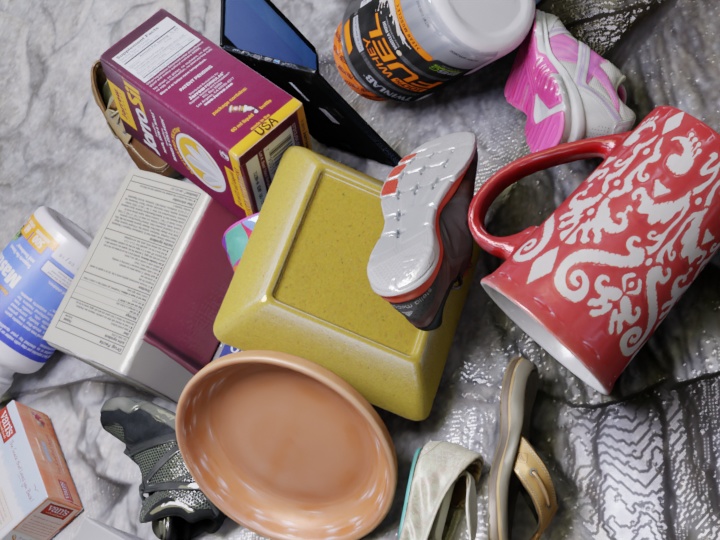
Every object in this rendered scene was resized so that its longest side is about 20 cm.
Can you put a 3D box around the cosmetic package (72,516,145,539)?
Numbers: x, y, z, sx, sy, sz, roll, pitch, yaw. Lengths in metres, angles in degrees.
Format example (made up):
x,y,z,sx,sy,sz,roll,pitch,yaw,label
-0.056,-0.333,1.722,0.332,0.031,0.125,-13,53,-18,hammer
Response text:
x,y,z,sx,sy,sz,roll,pitch,yaw,label
-0.170,0.283,1.099,0.199,0.083,0.051,17,74,38,cosmetic package

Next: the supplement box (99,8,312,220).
x,y,z,sx,sy,sz,roll,pitch,yaw,label
-0.143,-0.144,1.166,0.200,0.111,0.086,36,66,28,supplement box

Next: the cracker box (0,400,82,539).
x,y,z,sx,sy,sz,roll,pitch,yaw,label
-0.392,0.252,1.283,0.200,0.058,0.134,-42,51,10,cracker box

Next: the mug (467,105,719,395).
x,y,z,sx,sy,sz,roll,pitch,yaw,label
0.194,-0.035,0.970,0.200,0.177,0.133,-47,6,-2,mug

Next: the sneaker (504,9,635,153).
x,y,z,sx,sy,sz,roll,pitch,yaw,label
0.187,-0.161,1.099,0.201,0.088,0.082,-96,20,-49,sneaker

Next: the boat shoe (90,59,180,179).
x,y,z,sx,sy,sz,roll,pitch,yaw,label
-0.258,-0.174,1.406,0.076,0.074,0.200,-46,49,5,boat shoe

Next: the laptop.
x,y,z,sx,sy,sz,roll,pitch,yaw,label
-0.045,-0.204,1.208,0.199,0.177,0.104,22,79,40,laptop

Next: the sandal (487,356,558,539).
x,y,z,sx,sy,sz,roll,pitch,yaw,label
0.131,0.164,0.971,0.054,0.080,0.201,5,63,13,sandal

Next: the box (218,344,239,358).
x,y,z,sx,sy,sz,roll,pitch,yaw,label
-0.073,0.071,1.179,0.121,0.032,0.201,14,74,38,box

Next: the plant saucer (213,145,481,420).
x,y,z,sx,sy,sz,roll,pitch,yaw,label
0.000,0.000,1.058,0.199,0.048,0.201,22,65,-5,plant saucer

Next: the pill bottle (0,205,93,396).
x,y,z,sx,sy,sz,roll,pitch,yaw,label
-0.365,0.039,1.341,0.200,0.112,0.112,-50,49,0,pill bottle

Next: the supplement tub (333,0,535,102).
x,y,z,sx,sy,sz,roll,pitch,yaw,label
0.061,-0.230,1.150,0.200,0.122,0.123,-19,51,60,supplement tub

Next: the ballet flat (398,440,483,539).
x,y,z,sx,sy,sz,roll,pitch,yaw,label
0.055,0.232,0.984,0.062,0.067,0.201,5,69,25,ballet flat

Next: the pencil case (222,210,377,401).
x,y,z,sx,sy,sz,roll,pitch,yaw,label
-0.052,0.041,1.099,0.088,0.088,0.201,-30,75,18,pencil case

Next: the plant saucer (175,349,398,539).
x,y,z,sx,sy,sz,roll,pitch,yaw,label
-0.060,0.147,1.044,0.199,0.201,0.038,-13,25,28,plant saucer

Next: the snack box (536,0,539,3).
x,y,z,sx,sy,sz,roll,pitch,yaw,label
0.097,-0.362,1.178,0.068,0.200,0.169,-41,50,8,snack box

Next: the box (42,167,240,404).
x,y,z,sx,sy,sz,roll,pitch,yaw,label
-0.203,0.016,1.244,0.127,0.109,0.201,17,77,37,box

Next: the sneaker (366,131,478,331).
x,y,z,sx,sy,sz,roll,pitch,yaw,label
0.061,-0.032,1.033,0.077,0.082,0.201,-7,43,33,sneaker

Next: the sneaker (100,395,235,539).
x,y,z,sx,sy,sz,roll,pitch,yaw,label
-0.193,0.190,1.166,0.198,0.076,0.115,19,71,34,sneaker
